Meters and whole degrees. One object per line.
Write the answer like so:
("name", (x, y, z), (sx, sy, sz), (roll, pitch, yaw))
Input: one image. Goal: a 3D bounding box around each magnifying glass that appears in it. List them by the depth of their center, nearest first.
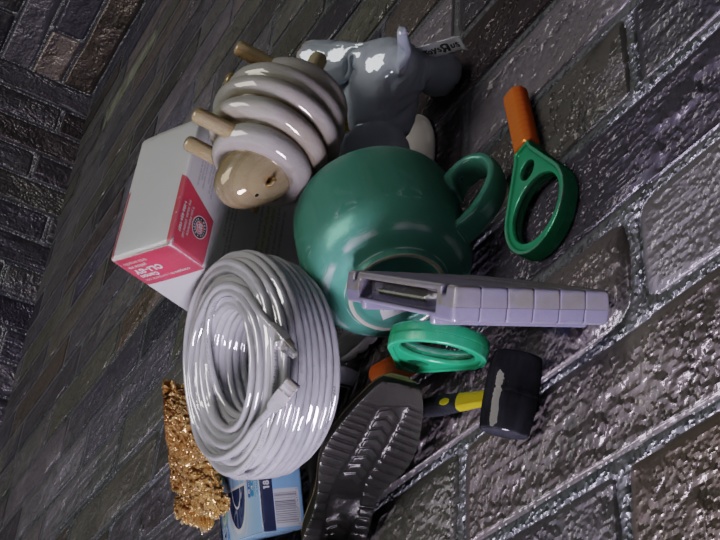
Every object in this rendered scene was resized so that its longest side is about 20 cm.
("magnifying glass", (0.144, -0.089, 1.044), (0.080, 0.022, 0.200), (-52, 26, 36))
("magnifying glass", (0.048, 0.073, 1.045), (0.200, 0.079, 0.022), (137, 145, -68))

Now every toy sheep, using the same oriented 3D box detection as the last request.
("toy sheep", (-0.078, -0.136, 1.133), (0.138, 0.138, 0.200), (-32, 28, 56))

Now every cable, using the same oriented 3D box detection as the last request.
("cable", (-0.092, 0.081, 1.072), (0.200, 0.069, 0.200), (-62, 39, 38))

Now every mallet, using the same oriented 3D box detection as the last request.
("mallet", (0.083, 0.114, 0.985), (0.200, 0.041, 0.066), (144, 140, -61))

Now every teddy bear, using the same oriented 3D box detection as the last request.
("teddy bear", (-0.165, 0.186, 1.261), (0.145, 0.067, 0.200), (-109, 17, -54))

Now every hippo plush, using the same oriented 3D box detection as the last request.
("hippo plush", (0.031, -0.147, 1.237), (0.200, 0.159, 0.161), (7, 94, 51))

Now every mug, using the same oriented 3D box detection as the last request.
("mug", (0.029, -0.027, 1.076), (0.185, 0.152, 0.115), (-58, 28, 31))

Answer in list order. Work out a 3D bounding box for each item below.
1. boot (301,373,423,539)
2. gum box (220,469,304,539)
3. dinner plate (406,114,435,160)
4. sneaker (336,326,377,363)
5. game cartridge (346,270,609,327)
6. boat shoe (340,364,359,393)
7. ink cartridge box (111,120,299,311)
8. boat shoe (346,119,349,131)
("boot", (-0.010, 0.148, 1.105), (0.138, 0.077, 0.200), (-99, 32, -61))
("gum box", (-0.108, 0.183, 1.238), (0.200, 0.044, 0.170), (138, 128, -66))
("dinner plate", (0.019, -0.079, 1.331), (0.200, 0.024, 0.200), (-51, 26, 37))
("sneaker", (0.000, 0.000, 1.217), (0.200, 0.082, 0.075), (-61, 22, 18))
("game cartridge", (0.084, 0.022, 0.936), (0.200, 0.129, 0.038), (-172, 89, -68))
("boat shoe", (-0.060, 0.126, 1.256), (0.200, 0.072, 0.068), (-20, 51, 67))
("ink cartridge box", (-0.132, -0.029, 1.206), (0.083, 0.200, 0.145), (-16, 51, 34))
("boat shoe", (-0.032, -0.128, 1.408), (0.202, 0.075, 0.086), (-66, 6, -32))
